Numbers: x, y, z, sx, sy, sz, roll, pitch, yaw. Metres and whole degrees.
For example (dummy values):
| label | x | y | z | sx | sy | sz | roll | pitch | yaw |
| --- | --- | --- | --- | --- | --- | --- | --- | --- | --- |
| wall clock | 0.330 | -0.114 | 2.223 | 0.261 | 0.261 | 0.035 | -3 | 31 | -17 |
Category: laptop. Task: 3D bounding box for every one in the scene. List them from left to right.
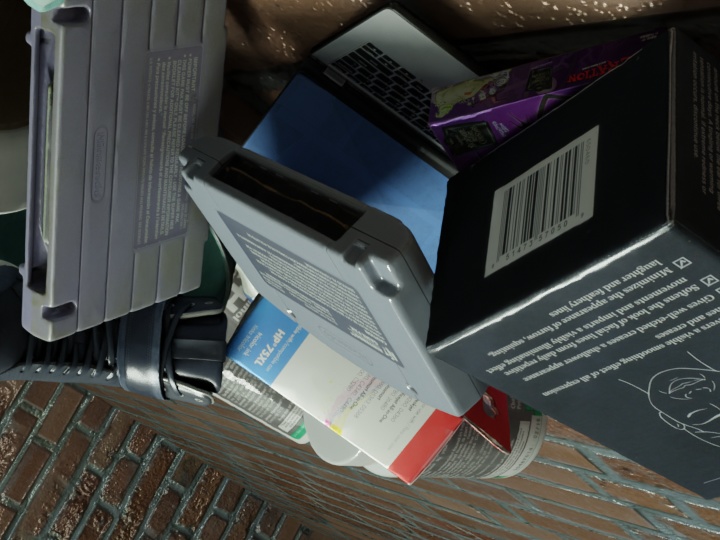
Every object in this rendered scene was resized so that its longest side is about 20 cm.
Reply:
| label | x | y | z | sx | sy | sz | roll | pitch | yaw |
| --- | --- | --- | --- | --- | --- | --- | --- | --- | --- |
| laptop | 0.028 | -0.038 | 0.664 | 0.187 | 0.116 | 0.200 | 33 | 168 | -18 |

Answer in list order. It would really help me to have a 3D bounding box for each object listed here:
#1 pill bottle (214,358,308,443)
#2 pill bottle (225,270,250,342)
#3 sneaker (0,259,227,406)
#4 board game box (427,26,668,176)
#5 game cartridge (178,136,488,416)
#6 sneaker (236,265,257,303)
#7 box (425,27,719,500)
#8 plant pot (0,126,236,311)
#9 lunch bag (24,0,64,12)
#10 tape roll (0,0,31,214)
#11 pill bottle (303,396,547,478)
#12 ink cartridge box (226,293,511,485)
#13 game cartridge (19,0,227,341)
| label | x | y | z | sx | sy | sz | roll | pitch | yaw |
| --- | --- | --- | --- | --- | --- | --- | --- | --- | --- |
| pill bottle | -0.120 | 0.097 | 1.249 | 0.199 | 0.114 | 0.113 | 31 | 162 | -11 |
| pill bottle | -0.139 | 0.009 | 1.061 | 0.110 | 0.111 | 0.200 | 13 | 158 | 39 |
| sneaker | -0.163 | 0.041 | 0.708 | 0.145 | 0.078 | 0.202 | 8 | 178 | 10 |
| board game box | 0.130 | -0.035 | 0.589 | 0.119 | 0.033 | 0.200 | -8 | 143 | 30 |
| game cartridge | -0.016 | 0.003 | 0.624 | 0.199 | 0.042 | 0.133 | 28 | 161 | 46 |
| sneaker | -0.085 | -0.037 | 0.952 | 0.088 | 0.076 | 0.200 | -20 | 130 | 33 |
| box | 0.156 | 0.010 | 0.527 | 0.199 | 0.108 | 0.148 | 29 | 142 | -25 |
| plant pot | -0.170 | -0.057 | 0.816 | 0.198 | 0.135 | 0.201 | 9 | 135 | 9 |
| lunch bag | -0.163 | -0.222 | 0.439 | 0.200 | 0.122 | 0.170 | 41 | 162 | -14 |
| tape roll | -0.238 | -0.145 | 0.630 | 0.138 | 0.204 | 0.203 | 18 | 160 | 30 |
| pill bottle | 0.057 | 0.121 | 0.963 | 0.199 | 0.114 | 0.113 | 9 | 178 | -40 |
| ink cartridge box | 0.010 | 0.073 | 0.804 | 0.199 | 0.067 | 0.116 | 36 | -164 | -5 |
| game cartridge | -0.133 | -0.070 | 0.639 | 0.038 | 0.202 | 0.129 | 21 | -155 | 26 |
